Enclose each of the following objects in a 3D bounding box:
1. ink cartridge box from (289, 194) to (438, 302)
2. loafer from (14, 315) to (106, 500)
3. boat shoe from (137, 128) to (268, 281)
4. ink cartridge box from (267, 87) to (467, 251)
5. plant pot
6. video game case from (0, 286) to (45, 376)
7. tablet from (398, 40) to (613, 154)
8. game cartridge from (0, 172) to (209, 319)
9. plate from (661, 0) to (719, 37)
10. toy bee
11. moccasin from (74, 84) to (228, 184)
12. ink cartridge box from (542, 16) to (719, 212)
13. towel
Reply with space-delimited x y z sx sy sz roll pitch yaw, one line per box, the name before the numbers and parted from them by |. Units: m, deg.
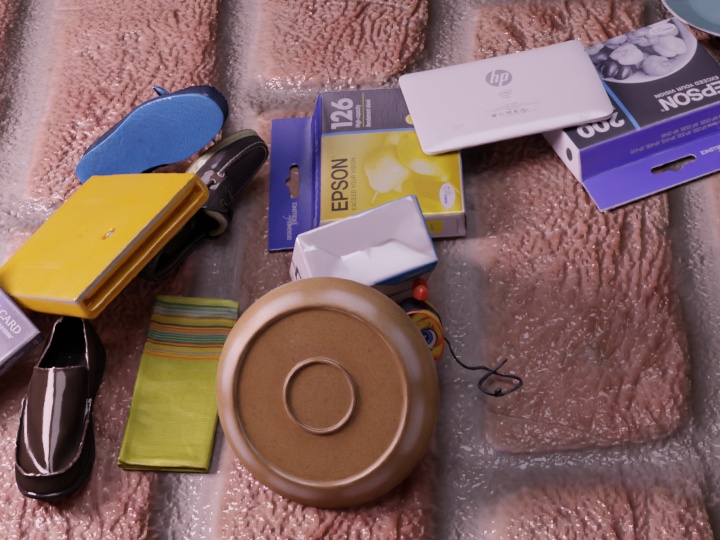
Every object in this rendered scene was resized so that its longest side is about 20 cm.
ink cartridge box | 0.000 0.000 1.670 0.115 0.200 0.067 -20 81 -7
loafer | -0.277 0.117 1.634 0.072 0.072 0.201 -3 46 3
boat shoe | -0.157 -0.059 1.797 0.066 0.072 0.201 36 64 27
ink cartridge box | 0.004 -0.108 1.842 0.198 0.047 0.199 -2 47 1
plant pot | -0.032 0.106 1.553 0.199 0.202 0.027 7 5 13
video game case | -0.407 0.085 1.683 0.200 0.019 0.143 -40 53 -12
tablet | 0.147 -0.180 1.858 0.198 0.014 0.131 -11 44 -5
game cartridge | -0.256 -0.025 1.729 0.176 0.033 0.199 -49 27 -25
plate | 0.427 -0.310 2.002 0.199 0.026 0.201 -3 47 3
toy bee | 0.033 0.061 1.627 0.199 0.109 0.131 -14 22 -19
moccasin | -0.210 -0.144 1.824 0.199 0.081 0.068 -20 23 33
ink cartridge box | 0.288 -0.165 1.867 0.197 0.044 0.200 -20 49 -13
towel | -0.167 0.101 1.676 0.085 0.018 0.201 0 47 7
